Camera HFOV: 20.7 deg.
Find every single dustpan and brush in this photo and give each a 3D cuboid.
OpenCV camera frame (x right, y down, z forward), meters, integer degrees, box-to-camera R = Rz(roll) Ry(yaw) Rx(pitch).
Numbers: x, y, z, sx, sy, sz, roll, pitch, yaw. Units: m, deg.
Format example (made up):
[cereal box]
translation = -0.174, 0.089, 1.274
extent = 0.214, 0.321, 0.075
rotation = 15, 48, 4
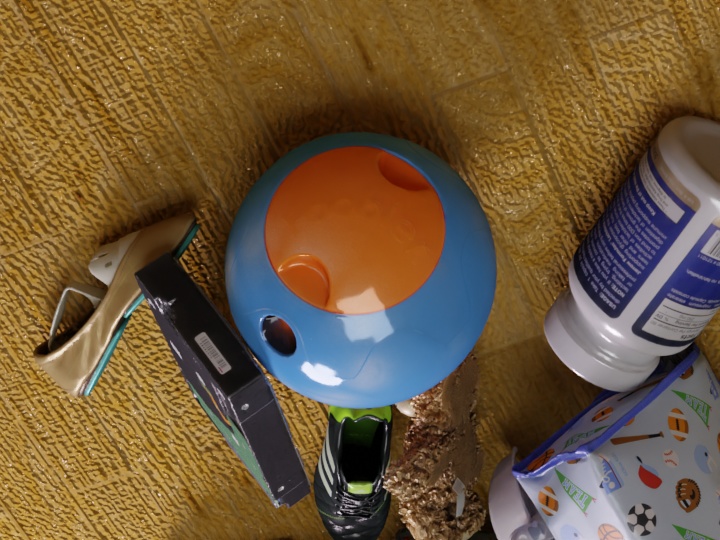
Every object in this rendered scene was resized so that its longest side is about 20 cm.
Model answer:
[dustpan and brush]
translation = 0.142, 0.211, 1.590
extent = 0.057, 0.200, 0.140
rotation = -34, 81, 24

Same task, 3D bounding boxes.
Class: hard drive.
[hard drive]
translation = -0.102, 0.088, 1.516
extent = 0.038, 0.140, 0.200
rotation = -33, 148, -11

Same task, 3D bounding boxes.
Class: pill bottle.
[pill bottle]
translation = 0.229, -0.009, 1.500
extent = 0.115, 0.116, 0.200
rotation = 22, 124, -18

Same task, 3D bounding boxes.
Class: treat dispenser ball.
[treat dispenser ball]
translation = 0.000, 0.000, 1.445
extent = 0.199, 0.201, 0.202
rotation = -1, 128, -1

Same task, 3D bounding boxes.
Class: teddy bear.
[teddy bear]
translation = 0.058, 0.154, 1.612
extent = 0.066, 0.145, 0.201
rotation = 11, 133, 29

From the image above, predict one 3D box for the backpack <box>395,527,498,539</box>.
[backpack]
translation = 0.090, 0.312, 1.687
extent = 0.182, 0.200, 0.148
rotation = 7, 111, -5

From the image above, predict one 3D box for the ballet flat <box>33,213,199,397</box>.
[ballet flat]
translation = -0.198, 0.020, 1.542
extent = 0.063, 0.069, 0.200
rotation = 34, 119, -4

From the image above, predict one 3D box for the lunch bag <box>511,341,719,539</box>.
[lunch bag]
translation = 0.242, 0.172, 1.571
extent = 0.124, 0.200, 0.171
rotation = -24, 99, 52

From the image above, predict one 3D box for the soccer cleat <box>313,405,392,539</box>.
[soccer cleat]
translation = -0.005, 0.170, 1.650
extent = 0.067, 0.081, 0.201
rotation = 1, 128, -3
